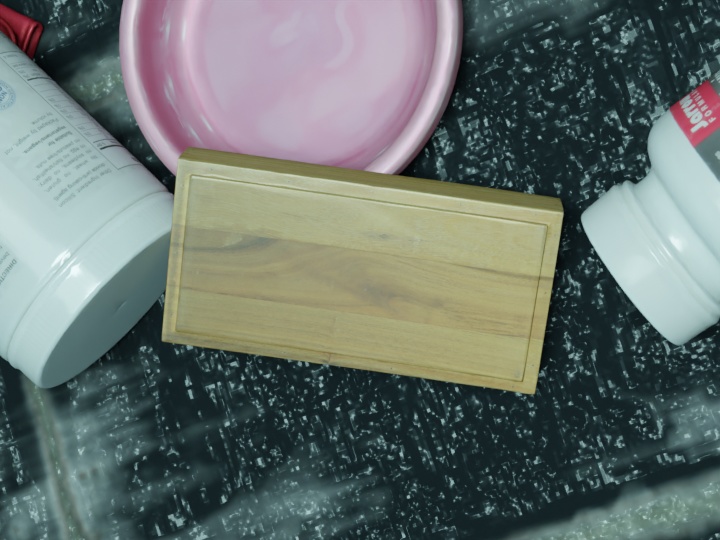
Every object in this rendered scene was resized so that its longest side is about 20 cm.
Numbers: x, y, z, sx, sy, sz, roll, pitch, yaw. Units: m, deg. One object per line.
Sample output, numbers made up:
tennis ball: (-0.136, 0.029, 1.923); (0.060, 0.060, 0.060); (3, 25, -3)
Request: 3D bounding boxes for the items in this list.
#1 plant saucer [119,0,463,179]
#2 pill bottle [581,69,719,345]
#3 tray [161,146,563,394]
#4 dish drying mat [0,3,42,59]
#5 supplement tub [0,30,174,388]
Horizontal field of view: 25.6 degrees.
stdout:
plant saucer: (-0.035, -0.129, 0.874); (0.199, 0.051, 0.203); (0, 89, 20)
pill bottle: (0.207, -0.055, 0.753); (0.200, 0.111, 0.111); (-39, 78, 15)
tray: (0.000, 0.000, 0.827); (0.198, 0.037, 0.100); (8, 105, 3)
dish drying mat: (-0.291, -0.152, 0.985); (0.199, 0.018, 0.077); (23, 100, 18)
supplement tub: (-0.203, -0.047, 0.883); (0.200, 0.132, 0.132); (44, 103, 7)
